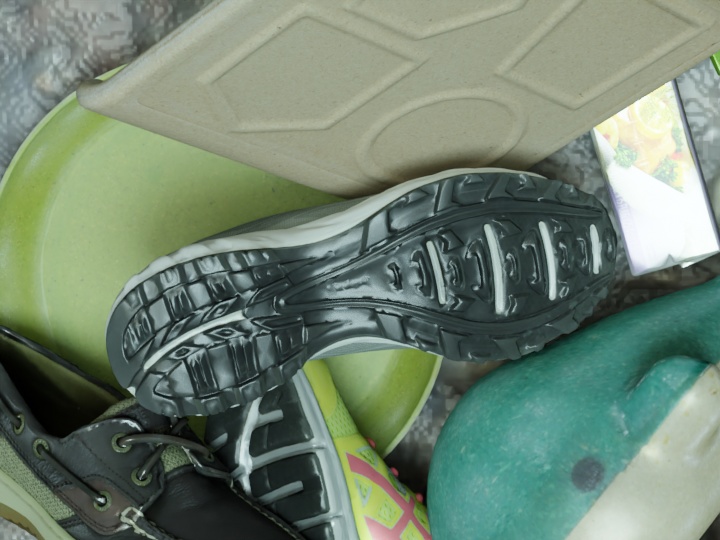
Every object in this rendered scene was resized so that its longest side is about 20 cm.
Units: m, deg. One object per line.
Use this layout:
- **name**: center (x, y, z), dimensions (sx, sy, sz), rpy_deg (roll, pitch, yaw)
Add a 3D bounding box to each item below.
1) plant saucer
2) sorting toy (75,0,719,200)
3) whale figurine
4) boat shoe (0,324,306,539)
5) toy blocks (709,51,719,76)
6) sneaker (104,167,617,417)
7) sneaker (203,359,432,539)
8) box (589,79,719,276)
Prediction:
- **plant saucer**: center (-0.060, 0.006, 0.895), dimensions (0.199, 0.031, 0.201), rpy_deg (1, 102, 7)
- **sorting toy**: center (0.028, -0.083, 0.746), dimensions (0.199, 0.185, 0.037), rpy_deg (-27, 61, 35)
- **whale figurine**: center (0.104, 0.053, 0.825), dimensions (0.104, 0.159, 0.200), rpy_deg (38, 77, 10)
- **boat shoe**: center (-0.095, 0.080, 0.835), dimensions (0.199, 0.073, 0.065), rpy_deg (23, 109, 27)
- **toy blocks**: center (0.184, -0.113, 0.775), dimensions (0.100, 0.137, 0.201), rpy_deg (-27, 101, -4)
- **sneaker**: center (0.000, 0.000, 0.813), dimensions (0.199, 0.079, 0.074), rpy_deg (-10, 104, -6)
- **sneaker**: center (0.005, 0.115, 0.866), dimensions (0.078, 0.090, 0.201), rpy_deg (-25, 86, 49)
- **box**: center (0.099, -0.098, 0.848), dimensions (0.038, 0.041, 0.201), rpy_deg (-16, 98, 9)
